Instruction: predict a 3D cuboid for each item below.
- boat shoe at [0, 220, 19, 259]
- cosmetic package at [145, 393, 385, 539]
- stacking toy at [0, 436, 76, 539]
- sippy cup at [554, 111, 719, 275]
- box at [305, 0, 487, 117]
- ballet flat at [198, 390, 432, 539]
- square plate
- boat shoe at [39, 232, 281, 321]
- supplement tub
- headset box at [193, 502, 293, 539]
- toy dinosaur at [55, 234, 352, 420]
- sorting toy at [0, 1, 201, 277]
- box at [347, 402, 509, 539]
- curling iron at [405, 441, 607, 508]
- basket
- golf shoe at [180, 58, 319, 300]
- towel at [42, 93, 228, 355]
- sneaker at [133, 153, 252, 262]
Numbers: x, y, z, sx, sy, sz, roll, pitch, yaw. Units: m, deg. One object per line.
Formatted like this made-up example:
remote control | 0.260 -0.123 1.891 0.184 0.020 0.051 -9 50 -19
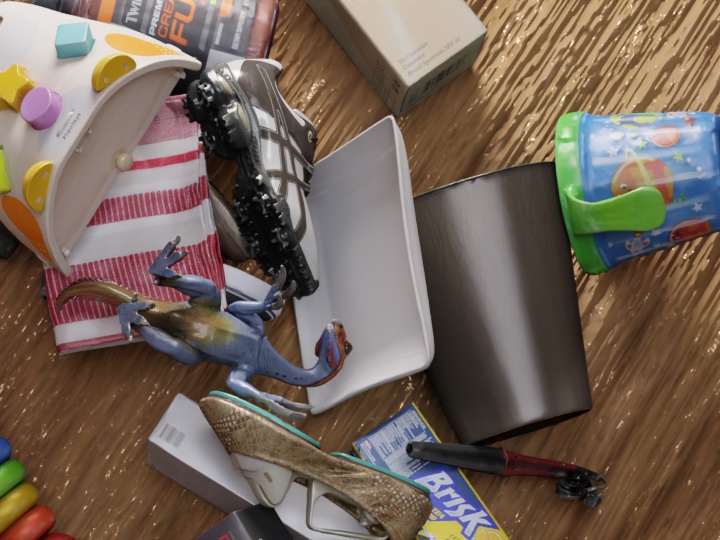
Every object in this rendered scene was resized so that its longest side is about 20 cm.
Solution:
boat shoe | -0.367 -0.067 1.641 0.199 0.073 0.065 19 68 -1
cosmetic package | -0.075 0.177 1.600 0.200 0.083 0.051 31 68 3
stacking toy | -0.289 0.179 1.585 0.085 0.085 0.200 -40 89 -15
sippy cup | 0.239 -0.073 1.648 0.130 0.140 0.178 -9 49 17
box | 0.010 -0.244 1.728 0.095 0.078 0.200 -37 82 -14
ballet flat | -0.039 0.159 1.521 0.199 0.071 0.066 25 75 -9
square plate | 0.000 0.000 1.601 0.028 0.200 0.199 -1 76 -30
boat shoe | -0.164 0.023 1.638 0.199 0.072 0.068 14 72 1
supplement tub | -0.174 -0.202 1.677 0.199 0.107 0.107 13 73 -6
headset box | -0.104 0.281 1.526 0.200 0.075 0.149 -35 80 16
toy dinosaur | -0.101 0.041 1.560 0.200 0.181 0.105 18 79 43
sorting toy | -0.260 -0.131 1.586 0.180 0.107 0.200 31 88 30
box | 0.071 0.210 1.612 0.064 0.070 0.200 -32 80 -12
curling iron | 0.120 0.156 1.606 0.199 0.050 0.026 17 99 -31
basket | 0.108 0.034 1.636 0.180 0.136 0.201 -18 81 6
golf shoe | -0.062 -0.079 1.612 0.094 0.078 0.201 -26 97 -32
towel | -0.189 -0.040 1.615 0.143 0.023 0.201 -10 73 0
sneaker | -0.170 -0.065 1.675 0.076 0.070 0.200 -45 78 1
